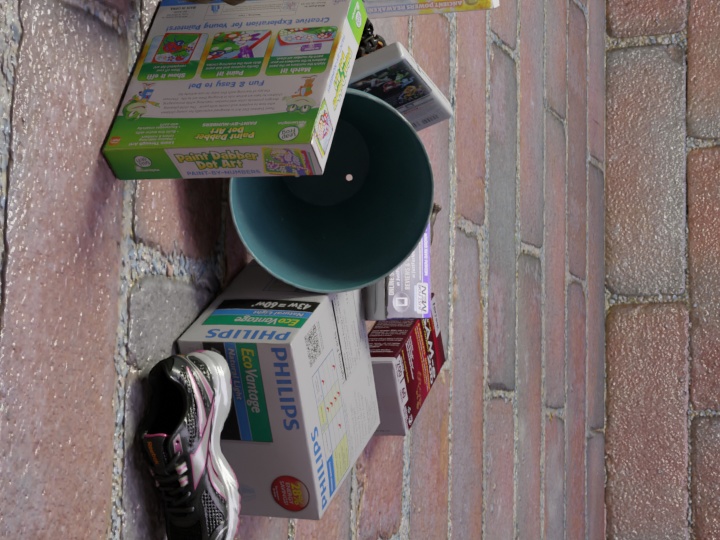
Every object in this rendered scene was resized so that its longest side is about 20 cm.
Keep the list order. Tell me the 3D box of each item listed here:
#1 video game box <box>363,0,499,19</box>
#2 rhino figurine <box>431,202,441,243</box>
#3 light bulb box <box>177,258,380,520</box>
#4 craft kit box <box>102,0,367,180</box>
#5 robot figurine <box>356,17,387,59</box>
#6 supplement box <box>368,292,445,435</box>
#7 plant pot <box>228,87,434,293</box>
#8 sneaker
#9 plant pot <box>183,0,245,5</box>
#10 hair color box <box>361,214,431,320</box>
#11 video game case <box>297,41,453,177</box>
[{"bbox_3d":[0.063,-0.401,1.881,0.047,0.198,0.184,-33,120,-68],"label":"video game box"},{"bbox_3d":[0.046,-0.071,2.017,0.200,0.059,0.088,32,69,-63],"label":"rhino figurine"},{"bbox_3d":[-0.076,0.115,1.576,0.200,0.124,0.200,-51,137,-60],"label":"light bulb box"},{"bbox_3d":[-0.109,-0.169,1.393,0.049,0.198,0.199,69,28,-45],"label":"craft kit box"},{"bbox_3d":[-0.030,-0.209,1.679,0.058,0.145,0.200,53,10,28],"label":"robot figurine"},{"bbox_3d":[0.052,0.119,2.024,0.200,0.060,0.110,-56,140,-59],"label":"supplement box"},{"bbox_3d":[-0.032,-0.094,1.558,0.135,0.198,0.202,-105,-173,-72],"label":"plant pot"},{"bbox_3d":[-0.168,0.172,1.420,0.086,0.080,0.202,10,71,-58],"label":"sneaker"},{"bbox_3d":[-0.140,-0.340,1.368,0.200,0.199,0.185,26,76,-68],"label":"plant pot"},{"bbox_3d":[0.000,0.000,1.698,0.064,0.199,0.111,0,89,-29],"label":"hair color box"},{"bbox_3d":[-0.018,-0.164,1.656,0.182,0.198,0.024,35,35,-66],"label":"video game case"}]
